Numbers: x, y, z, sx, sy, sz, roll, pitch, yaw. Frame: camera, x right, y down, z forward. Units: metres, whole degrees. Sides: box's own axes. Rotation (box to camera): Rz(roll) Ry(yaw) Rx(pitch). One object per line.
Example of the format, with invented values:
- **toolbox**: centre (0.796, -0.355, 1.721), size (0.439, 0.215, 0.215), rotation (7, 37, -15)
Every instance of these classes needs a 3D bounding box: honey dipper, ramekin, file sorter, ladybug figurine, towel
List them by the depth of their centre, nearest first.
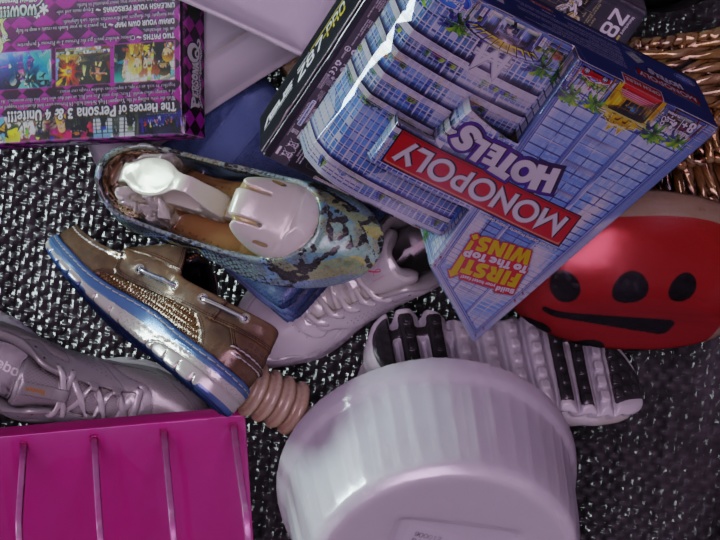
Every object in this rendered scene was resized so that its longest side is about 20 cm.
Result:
- **ramekin**: centre (0.048, 0.164, 1.564), size (0.199, 0.098, 0.201), rotation (-3, 126, -4)
- **file sorter**: centre (-0.166, 0.187, 1.569), size (0.199, 0.126, 0.140), rotation (-5, 117, -5)
- **ladybug figurine**: centre (0.172, 0.004, 1.578), size (0.199, 0.136, 0.072), rotation (4, 57, -17)
- **towel**: centre (-0.076, -0.065, 1.599), size (0.112, 0.049, 0.200), rotation (-48, 62, 3)
- **honey dipper**: centre (0.004, 0.112, 1.615), size (0.199, 0.038, 0.038), rotation (25, 91, -21)

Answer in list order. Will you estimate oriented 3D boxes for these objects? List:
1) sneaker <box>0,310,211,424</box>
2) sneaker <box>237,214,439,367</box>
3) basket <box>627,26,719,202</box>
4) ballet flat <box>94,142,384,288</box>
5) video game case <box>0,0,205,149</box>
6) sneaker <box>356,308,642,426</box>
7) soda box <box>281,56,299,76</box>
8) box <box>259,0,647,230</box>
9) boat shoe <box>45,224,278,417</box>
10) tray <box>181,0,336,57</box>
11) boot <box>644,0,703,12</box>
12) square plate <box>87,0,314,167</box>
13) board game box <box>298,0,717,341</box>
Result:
- **sneaker**: centre (-0.195, 0.084, 1.616), size (0.199, 0.092, 0.076), rotation (17, 92, 0)
- **sneaker**: centre (0.000, 0.000, 1.607), size (0.199, 0.099, 0.078), rotation (-31, 90, 1)
- **basket**: centre (0.207, -0.078, 1.581), size (0.199, 0.143, 0.150), rotation (-7, 90, 1)
- **ballet flat**: centre (-0.083, -0.037, 1.527), size (0.199, 0.074, 0.075), rotation (11, 91, 25)
- **video game case**: centre (-0.194, -0.172, 1.582), size (0.199, 0.036, 0.182), rotation (-2, 86, 24)
- **sneaker**: centre (0.091, 0.074, 1.627), size (0.199, 0.081, 0.075), rotation (8, 54, -15)
- **soda box**: centre (-0.021, -0.148, 1.622), size (0.068, 0.064, 0.201), rotation (-32, 90, 3)
- **box**: centre (0.054, -0.123, 1.486), size (0.161, 0.049, 0.200), rotation (25, 118, -18)
- **boat shoe**: centre (-0.127, 0.019, 1.597), size (0.072, 0.072, 0.200), rotation (-47, 56, -8)
- **tray**: centre (-0.049, -0.230, 1.549), size (0.107, 0.022, 0.201), rotation (24, 62, -7)
- **boot**: centre (0.111, -0.188, 1.532), size (0.157, 0.211, 0.080), rotation (-20, 106, -38)
- **square plate**: centre (-0.136, -0.194, 1.592), size (0.200, 0.028, 0.199), rotation (-31, 75, 20)
- **board game box**: centre (0.074, -0.063, 1.463), size (0.199, 0.062, 0.200), rotation (23, 118, -22)
